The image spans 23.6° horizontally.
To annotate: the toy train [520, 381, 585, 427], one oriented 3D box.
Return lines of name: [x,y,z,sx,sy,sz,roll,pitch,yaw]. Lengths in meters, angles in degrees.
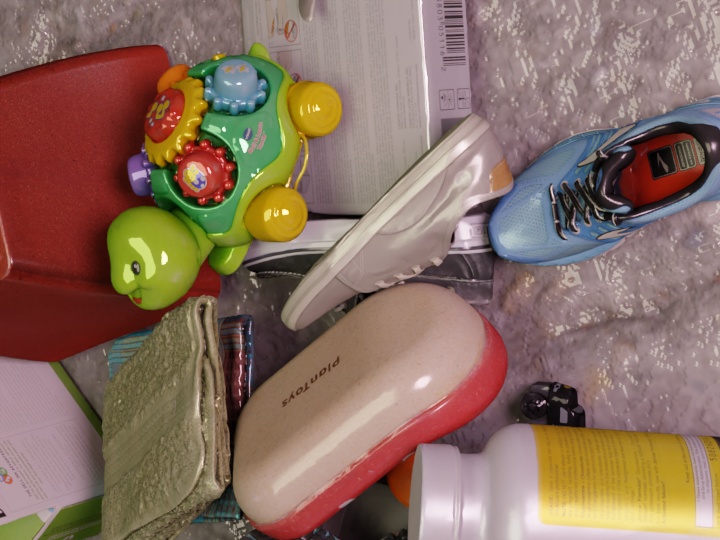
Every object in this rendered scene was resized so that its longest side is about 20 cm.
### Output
toy train: [0.130,0.173,1.136,0.045,0.034,0.202,3,98,23]

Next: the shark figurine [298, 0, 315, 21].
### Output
shark figurine: [-0.013,-0.250,1.117,0.213,0.089,0.130,-16,59,41]

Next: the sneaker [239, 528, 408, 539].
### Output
sneaker: [0.013,0.222,1.138,0.198,0.078,0.087,9,129,4]

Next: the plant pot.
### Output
plant pot: [-0.249,-0.046,1.270,0.199,0.176,0.202,-20,80,34]

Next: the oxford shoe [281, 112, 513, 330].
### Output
oxford shoe: [0.022,-0.017,1.090,0.058,0.075,0.200,45,119,-5]

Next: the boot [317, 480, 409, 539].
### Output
boot: [0.026,0.178,1.195,0.199,0.075,0.074,25,95,14]

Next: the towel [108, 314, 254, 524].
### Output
towel: [-0.135,0.113,1.263,0.199,0.022,0.148,-13,76,55]

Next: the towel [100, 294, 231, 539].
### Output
towel: [-0.140,0.113,1.198,0.200,0.036,0.150,-43,46,54]

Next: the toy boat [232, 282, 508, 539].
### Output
toy boat: [0.018,0.107,1.117,0.200,0.131,0.131,-39,116,19]

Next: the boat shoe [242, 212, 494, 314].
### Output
boat shoe: [0.000,0.000,1.175,0.198,0.072,0.072,-2,92,33]

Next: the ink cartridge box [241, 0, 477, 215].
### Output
ink cartridge box: [-0.004,-0.120,1.190,0.199,0.047,0.162,3,99,51]

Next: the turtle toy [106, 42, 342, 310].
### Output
turtle toy: [-0.105,-0.065,1.165,0.145,0.101,0.202,3,71,54]

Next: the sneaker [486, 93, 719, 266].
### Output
sneaker: [0.152,-0.057,1.050,0.199,0.090,0.079,-25,82,36]

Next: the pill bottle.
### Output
pill bottle: [0.130,0.150,1.030,0.198,0.112,0.113,4,102,-3]

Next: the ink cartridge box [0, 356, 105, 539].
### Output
ink cartridge box: [-0.290,0.148,1.322,0.148,0.199,0.076,51,121,18]
